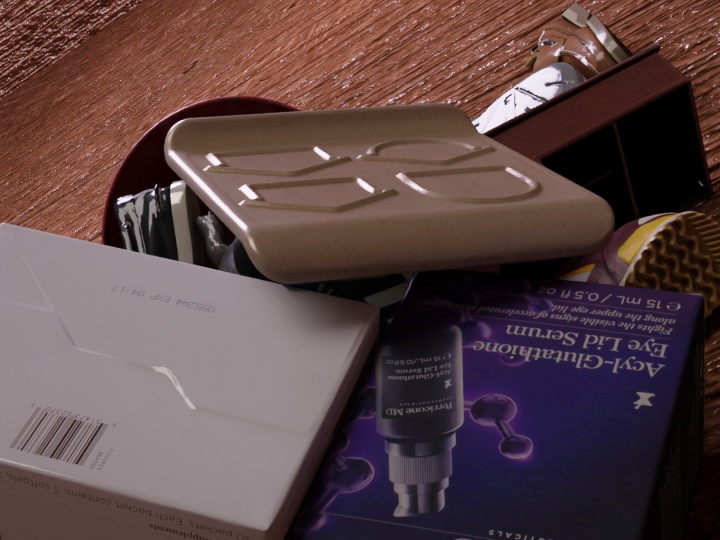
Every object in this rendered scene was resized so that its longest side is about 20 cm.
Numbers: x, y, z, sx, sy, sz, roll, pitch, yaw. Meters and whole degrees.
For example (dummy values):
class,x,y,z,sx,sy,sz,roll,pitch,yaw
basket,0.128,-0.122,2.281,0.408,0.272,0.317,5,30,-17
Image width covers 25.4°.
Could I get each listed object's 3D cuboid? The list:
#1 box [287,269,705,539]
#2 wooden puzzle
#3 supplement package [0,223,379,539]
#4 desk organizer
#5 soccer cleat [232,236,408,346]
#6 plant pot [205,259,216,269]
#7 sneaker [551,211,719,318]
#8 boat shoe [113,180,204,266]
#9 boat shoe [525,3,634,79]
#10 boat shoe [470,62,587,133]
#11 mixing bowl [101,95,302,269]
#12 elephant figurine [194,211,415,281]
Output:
class,x,y,z,sx,sy,sz,roll,pitch,yaw
box,0.071,0.102,0.731,0.148,0.105,0.200,5,39,18
wooden puzzle,0.007,-0.035,0.828,0.185,0.046,0.200,-6,23,-18
supplement package,-0.109,0.083,0.747,0.200,0.111,0.156,12,39,14
desk organizer,0.128,-0.054,0.966,0.200,0.072,0.077,-28,58,-26
soccer cleat,0.010,0.041,0.911,0.068,0.200,0.081,-40,25,31
plant pot,-0.152,0.037,1.345,0.201,0.093,0.201,-33,22,15
sneaker,0.123,0.044,0.908,0.200,0.075,0.090,-38,10,-13
boat shoe,-0.141,0.039,1.098,0.066,0.200,0.075,-4,-3,4
boat shoe,0.174,-0.154,1.235,0.068,0.072,0.200,-40,10,8
boat shoe,0.091,-0.070,1.103,0.202,0.065,0.075,-33,38,37
mixing bowl,-0.086,-0.022,1.191,0.200,0.200,0.108,-40,-3,-3
elephant figurine,0.000,0.000,1.026,0.200,0.155,0.142,-42,42,49
